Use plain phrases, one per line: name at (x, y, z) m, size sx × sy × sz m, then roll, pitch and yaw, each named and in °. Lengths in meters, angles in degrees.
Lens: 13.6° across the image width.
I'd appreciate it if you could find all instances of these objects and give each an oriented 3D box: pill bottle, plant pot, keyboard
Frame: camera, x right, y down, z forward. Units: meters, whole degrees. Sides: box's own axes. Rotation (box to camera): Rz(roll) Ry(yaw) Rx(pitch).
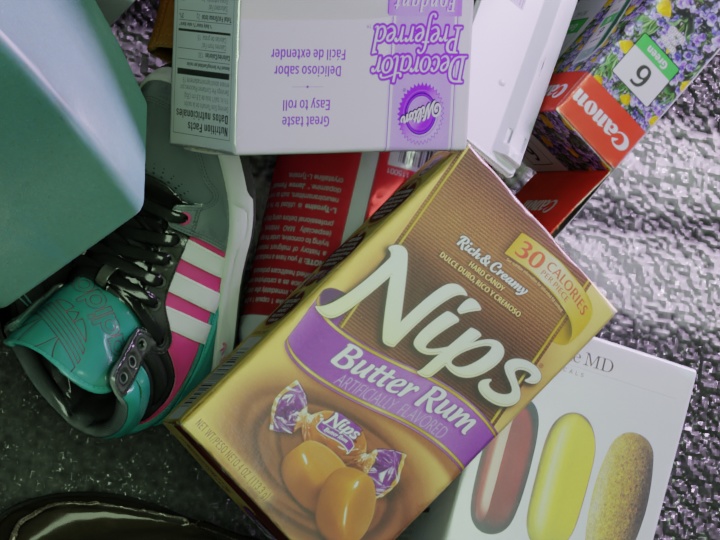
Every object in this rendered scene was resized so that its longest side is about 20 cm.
pill bottle at (0.000, 0.000, 1.561) m, size 0.112 × 0.112 × 0.201 m, roll 15°, pitch 83°, yaw -12°
plant pot at (-0.193, -0.091, 1.335) m, size 0.141 × 0.142 × 0.200 m, roll -34°, pitch 122°, yaw 20°
keyboard at (0.087, -0.143, 1.569) m, size 0.056 × 0.011 × 0.201 m, roll 34°, pitch 58°, yaw -22°

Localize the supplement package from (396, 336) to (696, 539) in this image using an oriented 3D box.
supplement package at (0.084, 0.133, 1.572) m, size 0.113 × 0.110 × 0.201 m, roll 17°, pitch 82°, yaw -12°

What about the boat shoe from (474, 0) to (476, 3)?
boat shoe at (0.049, -0.162, 1.613) m, size 0.200 × 0.070 × 0.066 m, roll -42°, pitch 94°, yaw -21°

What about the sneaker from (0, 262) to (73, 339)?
sneaker at (-0.218, -0.043, 1.532) m, size 0.200 × 0.075 × 0.079 m, roll 39°, pitch 80°, yaw -7°

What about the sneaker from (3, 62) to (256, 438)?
sneaker at (-0.121, 0.004, 1.491) m, size 0.121 × 0.083 × 0.201 m, roll -34°, pitch 138°, yaw -44°

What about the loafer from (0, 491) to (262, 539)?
loafer at (-0.094, 0.155, 1.547) m, size 0.199 × 0.071 × 0.073 m, roll 8°, pitch 84°, yaw -13°

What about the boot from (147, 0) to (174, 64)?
boot at (-0.001, -0.138, 1.514) m, size 0.200 × 0.071 × 0.145 m, roll 14°, pitch 77°, yaw -11°

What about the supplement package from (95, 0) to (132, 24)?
supplement package at (-0.157, -0.187, 1.486) m, size 0.113 × 0.200 × 0.110 m, roll 23°, pitch 81°, yaw -10°

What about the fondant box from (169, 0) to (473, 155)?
fondant box at (-0.015, -0.157, 1.422) m, size 0.144 × 0.058 × 0.201 m, roll -3°, pitch 100°, yaw -39°

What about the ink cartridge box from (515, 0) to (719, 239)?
ink cartridge box at (0.119, -0.093, 1.597) m, size 0.050 × 0.109 × 0.200 m, roll 45°, pitch 77°, yaw -15°

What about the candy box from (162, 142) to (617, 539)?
candy box at (0.015, 0.047, 1.477) m, size 0.200 × 0.056 × 0.117 m, roll -45°, pitch 99°, yaw -12°
